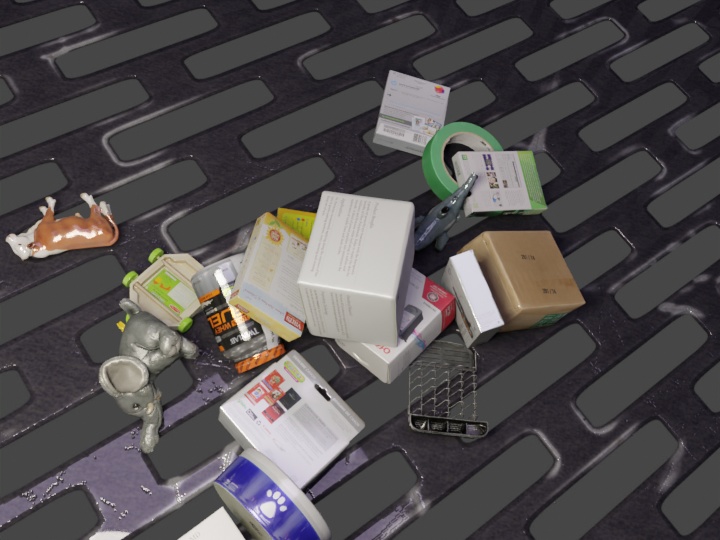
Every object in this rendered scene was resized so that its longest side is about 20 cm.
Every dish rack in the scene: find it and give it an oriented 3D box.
[{"bbox_3d":[0.163,0.225,1.416,0.153,0.055,0.200,8,60,-9],"label":"dish rack"}]

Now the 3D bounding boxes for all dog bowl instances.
[{"bbox_3d":[-0.143,0.385,1.179,0.200,0.200,0.079,43,64,12],"label":"dog bowl"}]

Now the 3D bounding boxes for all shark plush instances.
[{"bbox_3d":[0.184,-0.114,1.543,0.200,0.083,0.091,-38,81,11],"label":"shark plush"}]

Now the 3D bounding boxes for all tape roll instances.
[{"bbox_3d":[0.238,-0.236,1.656,0.200,0.048,0.201,7,70,-20],"label":"tape roll"}]

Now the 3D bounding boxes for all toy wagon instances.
[{"bbox_3d":[-0.378,0.053,1.397,0.155,0.040,0.200,38,62,9],"label":"toy wagon"}]

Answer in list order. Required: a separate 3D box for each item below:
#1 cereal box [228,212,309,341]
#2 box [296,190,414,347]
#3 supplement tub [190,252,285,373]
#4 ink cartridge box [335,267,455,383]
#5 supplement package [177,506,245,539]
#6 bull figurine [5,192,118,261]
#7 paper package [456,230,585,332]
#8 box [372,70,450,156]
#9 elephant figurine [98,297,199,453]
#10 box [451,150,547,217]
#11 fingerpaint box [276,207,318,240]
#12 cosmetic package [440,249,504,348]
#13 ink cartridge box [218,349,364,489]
[{"bbox_3d":[-0.150,0.010,1.337,0.144,0.039,0.200,37,48,-27],"label":"cereal box"},{"bbox_3d":[0.000,0.000,1.315,0.171,0.200,0.199,8,60,9],"label":"box"},{"bbox_3d":[-0.220,0.079,1.351,0.122,0.123,0.200,-24,88,-23],"label":"supplement tub"},{"bbox_3d":[0.067,0.096,1.424,0.147,0.086,0.200,35,61,25],"label":"ink cartridge box"},{"bbox_3d":[-0.211,0.497,1.150,0.121,0.120,0.200,-33,73,-24],"label":"supplement package"},{"bbox_3d":[-0.569,-0.081,1.409,0.199,0.065,0.122,-5,67,-15],"label":"bull figurine"},{"bbox_3d":[0.327,0.020,1.501,0.200,0.103,0.191,-3,62,-36],"label":"paper package"},{"bbox_3d":[0.122,-0.368,1.730,0.156,0.041,0.200,15,62,-6],"label":"box"},{"bbox_3d":[-0.388,0.184,1.280,0.155,0.142,0.200,27,77,37],"label":"elephant figurine"},{"bbox_3d":[0.308,-0.192,1.624,0.199,0.036,0.145,-4,74,-22],"label":"box"},{"bbox_3d":[-0.099,-0.013,1.473,0.166,0.073,0.200,8,62,-7],"label":"fingerpaint box"},{"bbox_3d":[0.211,0.060,1.417,0.052,0.200,0.151,-18,75,-4],"label":"cosmetic package"},{"bbox_3d":[-0.122,0.273,1.309,0.175,0.084,0.200,-38,76,-26],"label":"ink cartridge box"}]
